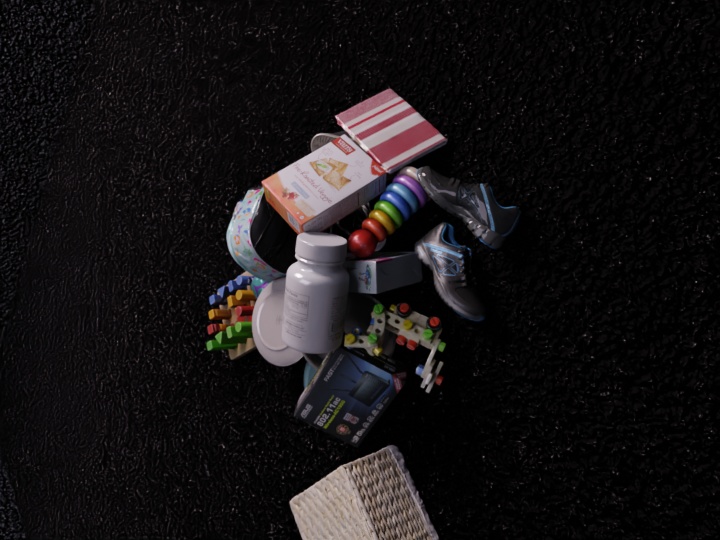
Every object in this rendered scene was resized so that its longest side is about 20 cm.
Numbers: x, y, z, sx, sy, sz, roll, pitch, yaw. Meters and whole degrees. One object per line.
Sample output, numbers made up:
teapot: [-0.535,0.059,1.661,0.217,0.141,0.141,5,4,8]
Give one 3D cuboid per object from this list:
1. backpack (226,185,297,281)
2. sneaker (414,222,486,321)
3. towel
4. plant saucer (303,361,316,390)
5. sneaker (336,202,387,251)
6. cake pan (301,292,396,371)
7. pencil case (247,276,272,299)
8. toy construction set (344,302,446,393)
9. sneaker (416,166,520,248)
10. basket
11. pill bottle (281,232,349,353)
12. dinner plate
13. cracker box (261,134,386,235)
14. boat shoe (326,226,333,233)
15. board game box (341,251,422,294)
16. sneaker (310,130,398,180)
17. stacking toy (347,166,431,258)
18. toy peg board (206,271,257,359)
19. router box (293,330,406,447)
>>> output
backpack: [-0.210,-0.080,1.191,0.150,0.178,0.200,-17,49,33]
sneaker: [0.172,0.001,0.950,0.082,0.073,0.200,-46,59,28]
towel: [0.059,-0.282,1.055,0.144,0.023,0.200,-31,58,-12]
plant saucer: [-0.064,0.246,1.161,0.200,0.036,0.200,-4,83,41]
sneaker: [-0.020,-0.128,1.118,0.066,0.090,0.200,-45,59,28]
cake pan: [-0.027,0.128,1.068,0.200,0.037,0.200,1,106,4]
pencil case: [-0.188,0.083,1.250,0.200,0.085,0.092,52,146,31]
toy construction set: [0.080,0.135,0.978,0.200,0.131,0.092,32,152,3]
sneaker: [0.189,-0.128,0.928,0.200,0.073,0.082,41,104,11]
basket: [0.001,0.474,1.004,0.198,0.161,0.200,-44,58,31]
pill bottle: [-0.079,0.038,0.948,0.114,0.114,0.200,23,114,40]
dinner plate: [-0.179,0.113,1.172,0.200,0.024,0.200,-6,80,34]
cracker box: [-0.067,-0.162,1.003,0.134,0.200,0.058,46,159,26]
boat shoe: [-0.091,-0.033,1.183,0.066,0.074,0.200,-4,73,46]
board game box: [0.000,0.000,1.048,0.200,0.147,0.064,1,98,41]
sneaker: [0.004,-0.257,1.126,0.200,0.106,0.075,23,119,11]
stacking toy: [0.051,-0.104,0.995,0.085,0.085,0.200,27,67,39]
toy peg board: [-0.327,0.108,1.361,0.200,0.098,0.199,-30,67,35]
router box: [-0.021,0.240,1.048,0.150,0.062,0.200,29,112,-7]
